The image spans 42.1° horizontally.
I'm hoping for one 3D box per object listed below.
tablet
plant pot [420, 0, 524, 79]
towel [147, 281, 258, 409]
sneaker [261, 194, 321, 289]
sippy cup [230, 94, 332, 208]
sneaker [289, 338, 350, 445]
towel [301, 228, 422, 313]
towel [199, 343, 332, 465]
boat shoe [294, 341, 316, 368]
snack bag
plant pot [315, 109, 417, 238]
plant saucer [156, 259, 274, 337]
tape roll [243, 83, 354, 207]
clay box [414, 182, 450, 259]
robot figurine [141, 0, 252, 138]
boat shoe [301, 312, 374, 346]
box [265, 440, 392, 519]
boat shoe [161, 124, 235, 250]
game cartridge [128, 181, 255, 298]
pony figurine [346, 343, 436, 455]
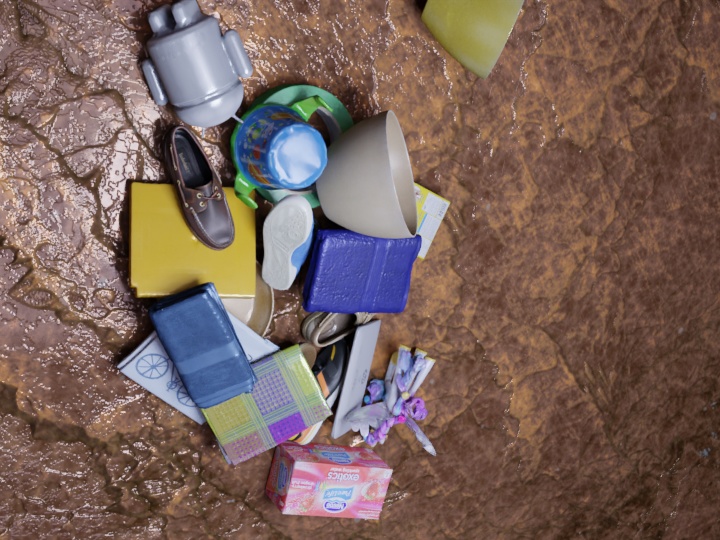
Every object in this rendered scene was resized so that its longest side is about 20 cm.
[{"bbox_3d":[-0.005,0.189,1.650,0.014,0.130,0.202,16,98,16],"label":"tablet"},{"bbox_3d":[0.182,-0.438,1.546,0.141,0.200,0.202,23,93,-3],"label":"plant pot"},{"bbox_3d":[-0.243,0.119,1.450,0.111,0.049,0.201,-20,120,1],"label":"towel"},{"bbox_3d":[-0.105,-0.070,1.501,0.076,0.112,0.201,20,137,6],"label":"sneaker"},{"bbox_3d":[-0.116,-0.182,1.426,0.138,0.130,0.180,1,102,-26],"label":"sippy cup"},{"bbox_3d":[-0.090,0.203,1.627,0.089,0.070,0.202,25,93,-31],"label":"sneaker"},{"bbox_3d":[0.000,0.000,1.559,0.198,0.049,0.149,1,112,-33],"label":"towel"},{"bbox_3d":[-0.162,0.220,1.533,0.198,0.023,0.145,-26,101,1],"label":"towel"},{"bbox_3d":[-0.160,0.189,1.588,0.200,0.072,0.072,-49,143,3],"label":"boat shoe"},{"bbox_3d":[-0.257,0.141,1.508,0.200,0.021,0.188,-42,123,11],"label":"snack bag"},{"bbox_3d":[0.004,-0.140,1.484,0.133,0.201,0.202,-10,112,13],"label":"plant pot"},{"bbox_3d":[-0.240,0.056,1.534,0.198,0.035,0.203,-7,106,-25],"label":"plant saucer"},{"bbox_3d":[-0.103,-0.202,1.529,0.198,0.048,0.203,-7,106,-24],"label":"tape roll"},{"bbox_3d":[0.049,-0.111,1.628,0.199,0.048,0.116,25,91,-28],"label":"clay box"},{"bbox_3d":[-0.245,-0.301,1.395,0.168,0.113,0.202,-13,114,21],"label":"robot figurine"},{"bbox_3d":[-0.007,0.073,1.637,0.199,0.064,0.072,-35,116,-14],"label":"boat shoe"},{"bbox_3d":[-0.057,0.376,1.674,0.198,0.095,0.104,12,99,-28],"label":"box"},{"bbox_3d":[-0.247,-0.125,1.429,0.070,0.070,0.202,-30,97,-24],"label":"boat shoe"},{"bbox_3d":[-0.262,-0.045,1.468,0.198,0.032,0.179,2,84,-21],"label":"game cartridge"},{"bbox_3d":[0.066,0.236,1.655,0.165,0.193,0.202,23,91,-6],"label":"pony figurine"}]
